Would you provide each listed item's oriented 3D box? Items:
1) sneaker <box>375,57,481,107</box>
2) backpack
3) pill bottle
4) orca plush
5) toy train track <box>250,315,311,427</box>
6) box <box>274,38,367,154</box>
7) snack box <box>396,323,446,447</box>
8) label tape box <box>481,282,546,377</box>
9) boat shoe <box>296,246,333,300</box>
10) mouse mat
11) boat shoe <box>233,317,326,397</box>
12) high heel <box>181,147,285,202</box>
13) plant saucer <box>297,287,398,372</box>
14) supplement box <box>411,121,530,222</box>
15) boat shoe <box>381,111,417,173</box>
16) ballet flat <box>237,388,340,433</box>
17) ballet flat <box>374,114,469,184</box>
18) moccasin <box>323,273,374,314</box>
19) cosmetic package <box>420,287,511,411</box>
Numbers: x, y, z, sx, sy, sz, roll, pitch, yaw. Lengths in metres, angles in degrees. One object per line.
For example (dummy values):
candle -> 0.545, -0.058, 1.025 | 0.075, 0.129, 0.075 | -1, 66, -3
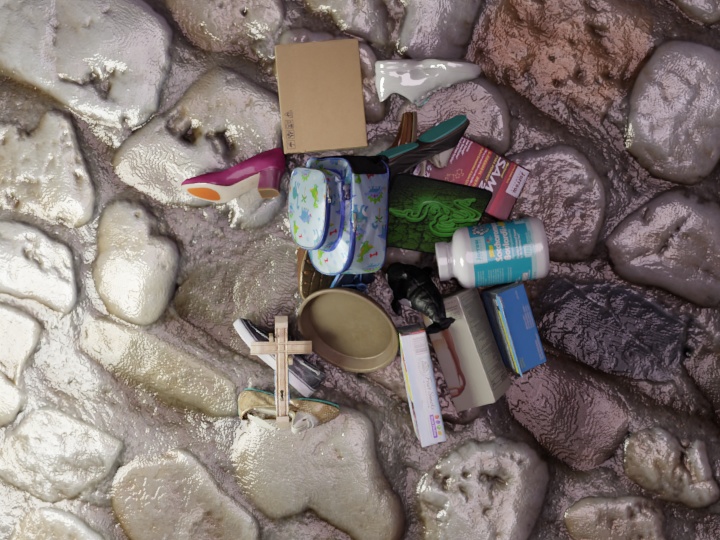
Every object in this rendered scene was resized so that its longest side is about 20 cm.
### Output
sneaker -> 0.126, -0.349, 1.639 | 0.195, 0.075, 0.091 | 0, 105, 7
backpack -> -0.041, -0.095, 1.529 | 0.144, 0.182, 0.205 | -8, 101, -29
pill bottle -> 0.236, -0.029, 1.597 | 0.195, 0.111, 0.113 | -9, 92, 3
orca plush -> 0.088, 0.037, 1.581 | 0.104, 0.202, 0.071 | -35, 131, 14
toy train track -> -0.143, 0.185, 1.605 | 0.112, 0.033, 0.205 | -1, 91, -7
box -> -0.073, -0.326, 1.653 | 0.160, 0.021, 0.205 | -5, 91, -4
snack box -> 0.109, 0.206, 1.615 | 0.052, 0.142, 0.205 | -11, 91, 0
label tape box -> 0.279, 0.101, 1.579 | 0.062, 0.200, 0.147 | -17, 92, -1
boat shoe -> -0.085, -0.044, 1.650 | 0.071, 0.067, 0.205 | 7, 90, -28
mouse mat -> 0.126, -0.097, 1.599 | 0.196, 0.008, 0.163 | 8, 128, -20
boat shoe -> -0.149, 0.148, 1.653 | 0.199, 0.072, 0.068 | 42, 92, -2
high heel -> -0.238, -0.184, 1.661 | 0.195, 0.068, 0.098 | 2, 63, 5
plant saucer -> -0.021, 0.106, 1.619 | 0.196, 0.030, 0.203 | 12, 131, 14
supplement box -> 0.203, -0.180, 1.640 | 0.197, 0.061, 0.111 | 26, 92, -1
boat shoe -> 0.061, -0.198, 1.636 | 0.066, 0.072, 0.205 | 10, 92, 0
ballet flat -> -0.137, 0.273, 1.656 | 0.195, 0.071, 0.066 | 6, 53, 7
ballet flat -> 0.113, -0.209, 1.576 | 0.197, 0.068, 0.069 | -26, 117, -12
moccasin -> 0.000, 0.000, 1.640 | 0.067, 0.080, 0.202 | 32, 93, 2
cosmetic package -> 0.194, 0.142, 1.622 | 0.086, 0.103, 0.204 | -20, 90, 29
